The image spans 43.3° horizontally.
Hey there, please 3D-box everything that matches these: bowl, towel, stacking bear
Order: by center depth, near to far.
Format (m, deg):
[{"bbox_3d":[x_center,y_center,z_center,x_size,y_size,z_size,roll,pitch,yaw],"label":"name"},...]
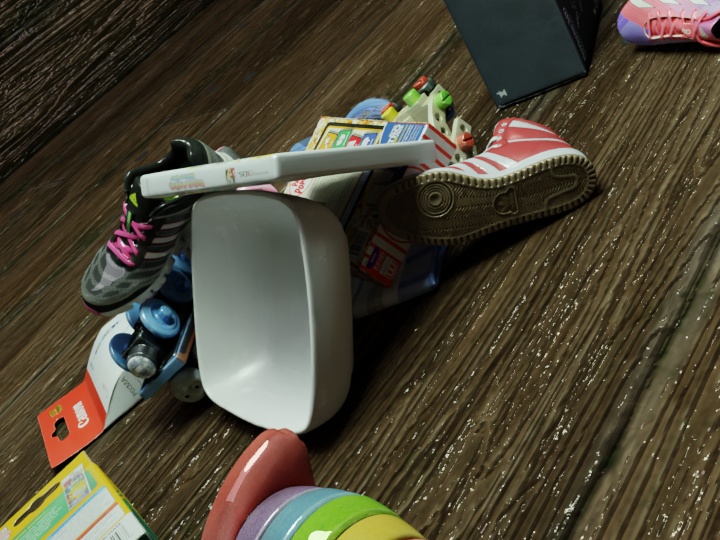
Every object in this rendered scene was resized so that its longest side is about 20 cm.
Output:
[{"bbox_3d":[0.006,0.183,0.509,0.198,0.123,0.114,8,45,45],"label":"stacking bear"},{"bbox_3d":[-0.072,0.029,0.799,0.074,0.204,0.198,-8,9,-36],"label":"bowl"},{"bbox_3d":[0.000,0.000,0.921,0.197,0.024,0.148,-21,30,28],"label":"towel"}]

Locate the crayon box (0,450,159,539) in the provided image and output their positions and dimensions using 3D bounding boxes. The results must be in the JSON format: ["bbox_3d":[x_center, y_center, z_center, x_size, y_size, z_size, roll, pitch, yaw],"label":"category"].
[{"bbox_3d":[-0.244,0.244,0.769,0.126,0.052,0.199,-44,27,-17],"label":"crayon box"}]

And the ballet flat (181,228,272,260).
[{"bbox_3d":[-0.136,-0.033,0.914,0.196,0.067,0.072,-2,71,26],"label":"ballet flat"}]

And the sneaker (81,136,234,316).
[{"bbox_3d":[-0.202,-0.048,0.857,0.074,0.088,0.200,40,85,29],"label":"sneaker"}]

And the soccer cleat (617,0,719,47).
[{"bbox_3d":[0.334,-0.252,0.899,0.198,0.067,0.077,4,50,50],"label":"soccer cleat"}]

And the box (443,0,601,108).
[{"bbox_3d":[0.186,-0.339,1.066,0.122,0.201,0.198,-15,31,32],"label":"box"}]

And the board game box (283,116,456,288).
[{"bbox_3d":[-0.008,-0.077,0.921,0.199,0.046,0.154,18,80,55],"label":"board game box"}]

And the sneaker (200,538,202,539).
[{"bbox_3d":[-0.124,0.240,0.606,0.082,0.071,0.201,-4,42,37],"label":"sneaker"}]

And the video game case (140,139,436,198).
[{"bbox_3d":[-0.061,-0.089,0.795,0.180,0.023,0.198,-2,8,43],"label":"video game case"}]

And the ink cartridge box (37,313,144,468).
[{"bbox_3d":[-0.297,0.119,1.053,0.199,0.048,0.160,-39,26,-12],"label":"ink cartridge box"}]

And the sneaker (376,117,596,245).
[{"bbox_3d":[0.108,-0.086,0.845,0.196,0.072,0.113,-10,27,0],"label":"sneaker"}]

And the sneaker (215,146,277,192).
[{"bbox_3d":[-0.130,-0.081,1.049,0.079,0.096,0.200,-38,-17,-7],"label":"sneaker"}]

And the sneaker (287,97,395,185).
[{"bbox_3d":[-0.017,-0.146,1.155,0.198,0.075,0.079,-28,33,33],"label":"sneaker"}]

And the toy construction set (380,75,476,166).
[{"bbox_3d":[0.046,-0.143,1.027,0.198,0.093,0.132,-12,34,40],"label":"toy construction set"}]

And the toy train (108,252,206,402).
[{"bbox_3d":[-0.183,0.054,0.944,0.087,0.114,0.201,-43,21,27],"label":"toy train"}]
